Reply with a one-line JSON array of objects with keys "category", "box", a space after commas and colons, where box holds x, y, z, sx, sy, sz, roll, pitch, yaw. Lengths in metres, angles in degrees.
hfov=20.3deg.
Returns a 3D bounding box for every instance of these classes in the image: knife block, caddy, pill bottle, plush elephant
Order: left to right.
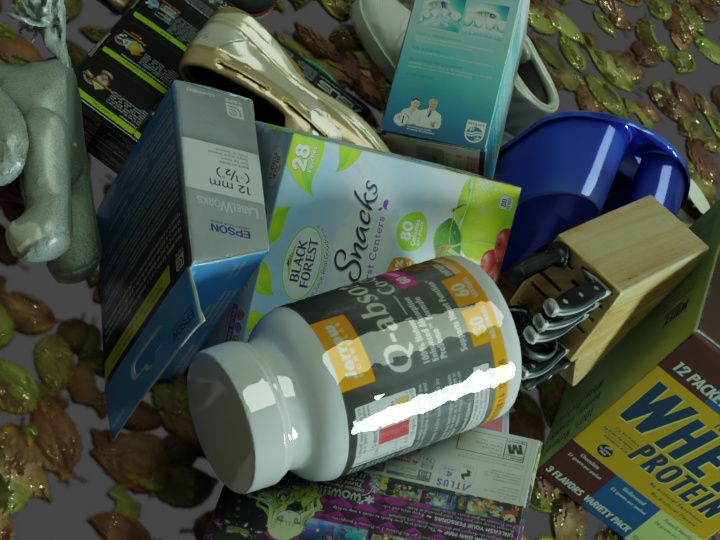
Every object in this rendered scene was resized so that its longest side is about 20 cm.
[{"category": "plush elephant", "box": [-0.260, -0.085, 1.297, 0.165, 0.154, 0.202, -44, 128, -89]}, {"category": "pill bottle", "box": [-0.004, 0.069, 1.306, 0.199, 0.117, 0.117, -17, 67, -27]}, {"category": "caddy", "box": [0.172, -0.054, 1.611, 0.141, 0.200, 0.105, 32, 56, -18]}, {"category": "knife block", "box": [0.165, 0.004, 1.418, 0.200, 0.176, 0.064, -42, 73, -12]}]

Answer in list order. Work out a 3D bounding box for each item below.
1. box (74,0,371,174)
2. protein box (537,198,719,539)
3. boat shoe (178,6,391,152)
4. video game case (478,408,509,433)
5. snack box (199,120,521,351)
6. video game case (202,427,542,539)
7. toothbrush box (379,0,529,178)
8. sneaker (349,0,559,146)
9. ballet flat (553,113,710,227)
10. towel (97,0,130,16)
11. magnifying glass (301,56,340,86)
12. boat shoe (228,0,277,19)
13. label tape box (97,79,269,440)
[{"category": "box", "box": [-0.110, -0.118, 1.514, 0.199, 0.048, 0.194, 36, 45, -5]}, {"category": "protein box", "box": [0.266, 0.081, 1.559, 0.135, 0.199, 0.200, 37, 39, -7]}, {"category": "boat shoe", "box": [-0.052, -0.099, 1.463, 0.200, 0.074, 0.069, 43, 57, -4]}, {"category": "video game case", "box": [0.027, 0.072, 1.502, 0.199, 0.017, 0.144, 27, 42, -20]}, {"category": "snack box", "box": [0.000, 0.000, 1.400, 0.199, 0.170, 0.068, 10, 6, -33]}, {"category": "video game case", "box": [0.008, 0.160, 1.316, 0.198, 0.036, 0.182, 11, 39, 6]}, {"category": "toothbrush box", "box": [0.075, -0.147, 1.553, 0.085, 0.147, 0.201, 11, 63, 6]}, {"category": "sneaker", "box": [0.086, -0.186, 1.710, 0.200, 0.116, 0.074, 48, 40, 7]}, {"category": "ballet flat", "box": [0.255, -0.084, 1.808, 0.200, 0.063, 0.069, 41, 38, -4]}, {"category": "towel", "box": [-0.214, -0.299, 1.621, 0.146, 0.022, 0.200, 36, 41, -9]}, {"category": "magnifying glass", "box": [-0.037, -0.091, 1.592, 0.079, 0.022, 0.201, 16, 44, -30]}, {"category": "boat shoe", "box": [-0.072, -0.280, 1.696, 0.071, 0.063, 0.200, 40, 40, -8]}, {"category": "label tape box", "box": [-0.118, -0.003, 1.335, 0.066, 0.143, 0.201, 12, 48, -26]}]
